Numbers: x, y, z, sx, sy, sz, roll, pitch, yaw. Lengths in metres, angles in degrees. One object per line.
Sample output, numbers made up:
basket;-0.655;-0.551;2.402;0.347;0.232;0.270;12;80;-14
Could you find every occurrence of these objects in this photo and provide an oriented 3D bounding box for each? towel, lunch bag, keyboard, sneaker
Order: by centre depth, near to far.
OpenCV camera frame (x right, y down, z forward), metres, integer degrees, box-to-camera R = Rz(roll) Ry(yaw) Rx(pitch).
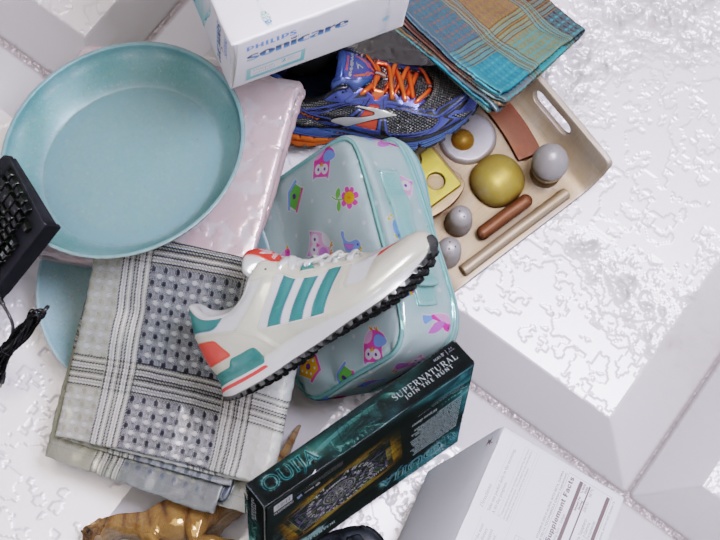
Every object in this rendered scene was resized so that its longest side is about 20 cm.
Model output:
sneaker;-0.040;0.011;1.112;0.200;0.070;0.094;-34;84;13
towel;-0.143;0.080;1.182;0.192;0.035;0.201;13;92;12
keyboard;-0.296;0.013;1.192;0.021;0.200;0.127;-19;70;-50
lunch bag;0.000;0.000;1.214;0.077;0.160;0.201;1;67;-43
towel;-0.162;-0.084;1.245;0.199;0.032;0.192;11;76;11
sneaker;0.005;-0.149;1.272;0.199;0.079;0.076;-3;55;12
towel;0.105;-0.219;1.298;0.147;0.022;0.200;41;39;6

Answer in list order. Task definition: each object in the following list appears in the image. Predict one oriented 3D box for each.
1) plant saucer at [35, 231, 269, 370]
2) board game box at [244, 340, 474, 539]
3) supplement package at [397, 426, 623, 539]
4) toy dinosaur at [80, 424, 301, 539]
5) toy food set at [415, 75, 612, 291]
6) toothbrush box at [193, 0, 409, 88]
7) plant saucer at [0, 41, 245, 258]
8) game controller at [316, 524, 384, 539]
plant saucer;-0.168;0.015;1.254;0.200;0.039;0.202;-2;72;6
board game box;-0.001;0.147;1.169;0.200;0.135;0.028;-32;64;-22
supplement package;0.084;0.243;1.125;0.111;0.156;0.200;31;63;-7
toy dinosaur;-0.124;0.199;1.200;0.199;0.060;0.107;-18;74;-9
toy food set;0.097;-0.087;1.298;0.200;0.060;0.144;-36;79;-13
toothbrush box;-0.066;-0.259;1.117;0.146;0.085;0.200;-22;77;-10
plant saucer;-0.186;-0.091;1.203;0.199;0.036;0.201;-4;62;8
game controller;-0.005;0.306;1.193;0.104;0.042;0.201;-20;75;6
